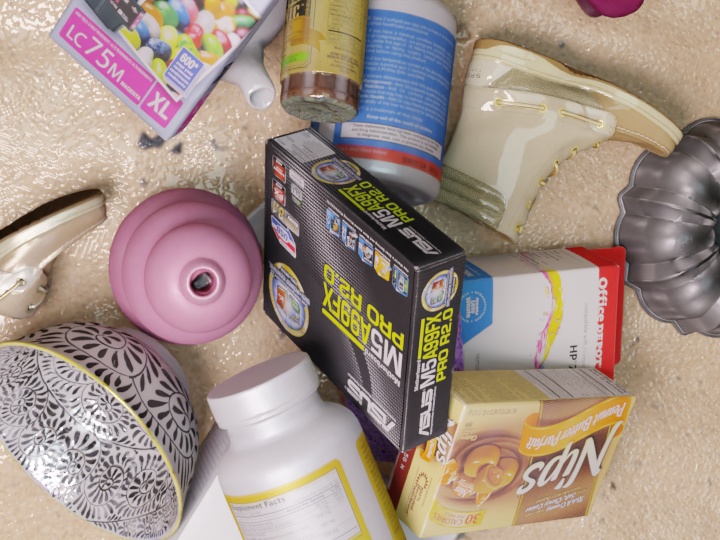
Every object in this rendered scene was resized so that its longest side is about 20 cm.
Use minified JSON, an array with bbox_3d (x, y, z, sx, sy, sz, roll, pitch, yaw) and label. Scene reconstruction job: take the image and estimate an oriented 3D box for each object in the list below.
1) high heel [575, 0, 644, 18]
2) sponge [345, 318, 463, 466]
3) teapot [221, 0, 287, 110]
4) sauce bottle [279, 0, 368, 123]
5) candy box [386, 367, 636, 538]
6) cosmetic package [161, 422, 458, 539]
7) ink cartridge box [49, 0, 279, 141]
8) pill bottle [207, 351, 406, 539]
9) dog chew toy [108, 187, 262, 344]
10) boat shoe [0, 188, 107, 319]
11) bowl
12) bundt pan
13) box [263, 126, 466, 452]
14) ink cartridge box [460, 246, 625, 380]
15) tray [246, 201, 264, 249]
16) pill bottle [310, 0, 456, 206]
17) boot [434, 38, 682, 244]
[{"bbox_3d":[0.171,-0.300,1.079,0.067,0.096,0.200,-43,102,-6],"label":"high heel"},{"bbox_3d":[0.033,0.069,1.045,0.030,0.111,0.202,-29,123,-43],"label":"sponge"},{"bbox_3d":[-0.130,-0.250,0.992,0.198,0.146,0.199,23,89,-12],"label":"teapot"},{"bbox_3d":[-0.024,-0.216,0.979,0.064,0.065,0.203,7,77,-13],"label":"sauce bottle"},{"bbox_3d":[0.121,0.141,1.022,0.198,0.055,0.117,2,114,-40],"label":"candy box"},{"bbox_3d":[-0.063,0.236,1.056,0.198,0.123,0.201,34,85,-13],"label":"cosmetic package"},{"bbox_3d":[-0.124,-0.204,0.914,0.119,0.042,0.200,41,116,-3],"label":"ink cartridge box"},{"bbox_3d":[-0.037,0.167,0.938,0.111,0.112,0.202,-23,98,-10],"label":"pill bottle"},{"bbox_3d":[-0.129,0.001,0.983,0.123,0.200,0.126,-1,95,-13],"label":"dog chew toy"},{"bbox_3d":[-0.278,0.006,1.020,0.199,0.072,0.065,-33,106,-2],"label":"boat shoe"},{"bbox_3d":[-0.195,0.108,1.009,0.201,0.200,0.094,51,49,-11],"label":"bowl"},{"bbox_3d":[0.332,-0.036,1.147,0.199,0.076,0.205,-1,95,-13],"label":"bundt pan"},{"bbox_3d":[-0.004,0.010,0.948,0.044,0.200,0.162,-18,131,-29],"label":"box"},{"bbox_3d":[0.153,0.048,1.101,0.197,0.067,0.118,-6,106,-18],"label":"ink cartridge box"},{"bbox_3d":[0.000,0.000,1.103,0.107,0.022,0.201,-41,102,-6],"label":"tray"},{"bbox_3d":[0.020,-0.161,1.042,0.111,0.112,0.203,9,81,-13],"label":"pill bottle"},{"bbox_3d":[0.165,-0.093,1.106,0.198,0.073,0.157,20,89,-12],"label":"boot"}]
